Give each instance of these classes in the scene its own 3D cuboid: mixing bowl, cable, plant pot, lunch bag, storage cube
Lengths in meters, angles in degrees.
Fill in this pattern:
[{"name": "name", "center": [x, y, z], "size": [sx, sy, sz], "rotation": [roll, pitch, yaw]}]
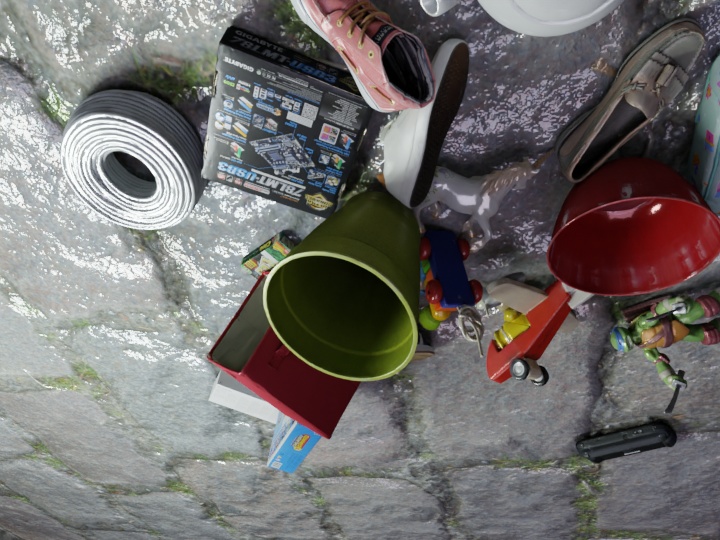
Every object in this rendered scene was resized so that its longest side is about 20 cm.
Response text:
[{"name": "mixing bowl", "center": [0.335, -0.067, 0.681], "size": [0.194, 0.111, 0.202], "rotation": [7, 148, 4]}, {"name": "cable", "center": [-0.316, -0.148, 0.753], "size": [0.194, 0.070, 0.203], "rotation": [11, 136, -1]}, {"name": "plant pot", "center": [0.000, 0.000, 0.710], "size": [0.194, 0.195, 0.204], "rotation": [11, 132, 13]}, {"name": "lunch bag", "center": [0.466, -0.160, 0.596], "size": [0.155, 0.078, 0.203], "rotation": [-3, 135, 14]}, {"name": "storage cube", "center": [-0.102, 0.124, 0.836], "size": [0.179, 0.173, 0.198], "rotation": [42, 159, -25]}]

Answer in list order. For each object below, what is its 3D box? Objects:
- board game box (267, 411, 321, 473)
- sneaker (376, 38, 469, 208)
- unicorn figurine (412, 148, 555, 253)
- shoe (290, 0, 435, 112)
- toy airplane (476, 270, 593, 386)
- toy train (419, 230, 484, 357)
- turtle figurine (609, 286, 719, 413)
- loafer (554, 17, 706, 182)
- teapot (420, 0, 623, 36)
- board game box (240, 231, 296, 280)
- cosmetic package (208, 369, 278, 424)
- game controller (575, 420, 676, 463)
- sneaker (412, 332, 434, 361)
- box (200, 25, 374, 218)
[{"name": "board game box", "center": [-0.109, 0.250, 1.031], "size": [0.054, 0.199, 0.202], "rotation": [19, 137, -12]}, {"name": "sneaker", "center": [0.064, -0.183, 0.652], "size": [0.084, 0.072, 0.204], "rotation": [36, 124, 28]}, {"name": "unicorn figurine", "center": [0.146, -0.098, 0.719], "size": [0.193, 0.075, 0.140], "rotation": [9, 137, 1]}, {"name": "shoe", "center": [0.004, -0.252, 0.555], "size": [0.201, 0.072, 0.091], "rotation": [50, 169, -30]}, {"name": "toy airplane", "center": [0.266, 0.058, 0.832], "size": [0.195, 0.141, 0.204], "rotation": [-26, 128, -19]}, {"name": "toy train", "center": [0.122, 0.055, 0.794], "size": [0.082, 0.205, 0.116], "rotation": [0, 149, -20]}, {"name": "turtle figurine", "center": [0.489, 0.104, 0.795], "size": [0.189, 0.148, 0.200], "rotation": [-20, 175, 4]}, {"name": "loafer", "center": [0.306, -0.181, 0.613], "size": [0.070, 0.064, 0.201], "rotation": [24, 134, -15]}, {"name": "teapot", "center": [0.181, -0.290, 0.465], "size": [0.193, 0.149, 0.201], "rotation": [23, 134, -15]}, {"name": "board game box", "center": [-0.101, 0.024, 0.927], "size": [0.103, 0.024, 0.199], "rotation": [-29, 124, 30]}, {"name": "cosmetic package", "center": [-0.227, 0.280, 1.188], "size": [0.196, 0.052, 0.083], "rotation": [24, 137, -15]}, {"name": "game controller", "center": [0.569, 0.371, 1.157], "size": [0.197, 0.043, 0.103], "rotation": [-28, 140, 33]}, {"name": "sneaker", "center": [0.069, 0.102, 0.952], "size": [0.069, 0.112, 0.198], "rotation": [-22, 159, 26]}, {"name": "box", "center": [-0.098, -0.178, 0.700], "size": [0.195, 0.051, 0.201], "rotation": [17, 136, -9]}]
